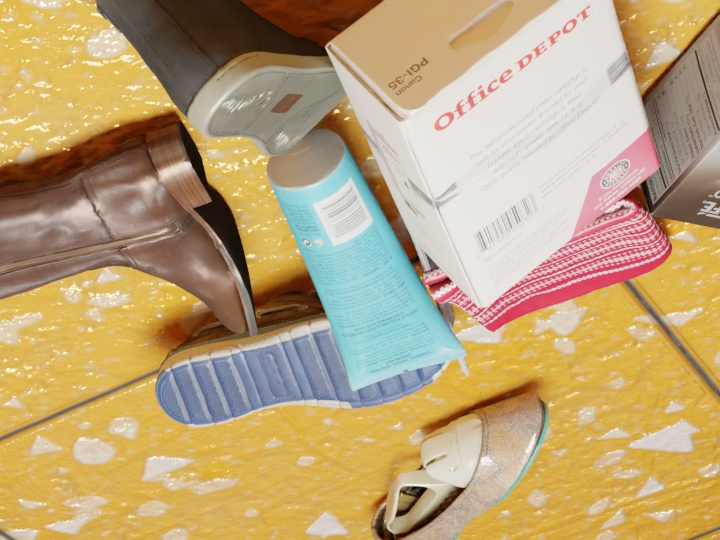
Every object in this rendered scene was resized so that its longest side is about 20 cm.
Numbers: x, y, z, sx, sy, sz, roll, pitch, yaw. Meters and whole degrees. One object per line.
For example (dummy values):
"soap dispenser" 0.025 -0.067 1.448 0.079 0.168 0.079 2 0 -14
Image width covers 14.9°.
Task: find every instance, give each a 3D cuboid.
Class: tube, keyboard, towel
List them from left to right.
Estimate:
"tube" 0.000 0.000 1.699 0.077 0.050 0.200 -15 133 12
"keyboard" 0.043 -0.003 1.776 0.011 0.056 0.200 -17 145 4
"towel" 0.124 -0.002 1.763 0.144 0.023 0.200 -21 169 9

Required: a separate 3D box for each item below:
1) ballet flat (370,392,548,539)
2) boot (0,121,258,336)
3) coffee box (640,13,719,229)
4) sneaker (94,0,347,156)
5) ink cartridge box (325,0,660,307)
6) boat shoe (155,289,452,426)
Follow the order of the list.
"ballet flat" 0.065 0.151 1.997 0.067 0.068 0.200 14 137 -21
"boot" -0.177 0.000 1.708 0.200 0.064 0.187 -19 132 5
"coffee box" 0.265 -0.112 1.666 0.114 0.080 0.200 10 140 -28
"sneaker" -0.072 -0.130 1.564 0.075 0.106 0.200 -44 167 11
"ink cartridge box" 0.081 -0.095 1.593 0.146 0.083 0.200 -38 145 -9
"boat shoe" -0.036 0.046 1.805 0.200 0.072 0.072 -8 122 12
